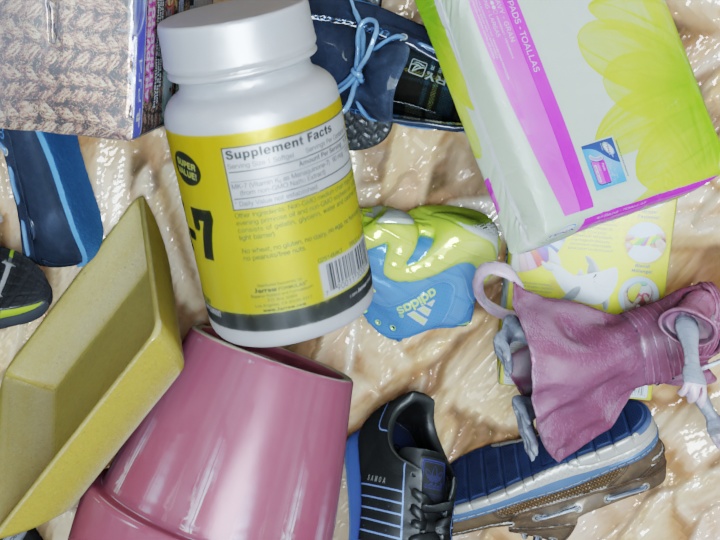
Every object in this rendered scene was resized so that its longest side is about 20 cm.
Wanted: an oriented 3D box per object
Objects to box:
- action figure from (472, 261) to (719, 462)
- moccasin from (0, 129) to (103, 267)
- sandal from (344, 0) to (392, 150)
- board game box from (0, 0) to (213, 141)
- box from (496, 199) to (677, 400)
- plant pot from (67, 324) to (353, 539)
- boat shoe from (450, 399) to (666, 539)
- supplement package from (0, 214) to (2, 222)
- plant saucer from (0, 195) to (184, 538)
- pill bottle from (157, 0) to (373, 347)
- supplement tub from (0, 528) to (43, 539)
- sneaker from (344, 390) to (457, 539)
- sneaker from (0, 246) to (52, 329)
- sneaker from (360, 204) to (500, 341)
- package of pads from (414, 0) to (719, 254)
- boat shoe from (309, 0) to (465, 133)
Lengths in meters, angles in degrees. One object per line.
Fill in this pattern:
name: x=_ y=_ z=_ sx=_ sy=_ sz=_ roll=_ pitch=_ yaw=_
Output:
action figure: x=0.193 y=0.052 z=0.819 sx=0.198 sy=0.134 sz=0.150 roll=-21 pitch=59 yaw=-1
moccasin: x=-0.251 y=-0.094 z=0.873 sx=0.067 sy=0.080 sz=0.203 roll=-9 pitch=102 yaw=13
sandal: x=-0.015 y=-0.186 z=0.842 sx=0.074 sy=0.048 sz=0.203 roll=-3 pitch=117 yaw=1
board game box: x=-0.164 y=-0.182 z=0.778 sx=0.095 sy=0.200 sz=0.162 roll=6 pitch=104 yaw=5
box: x=0.164 y=-0.013 z=0.861 sx=0.116 sy=0.048 sz=0.203 roll=6 pitch=107 yaw=6
plant pot: x=-0.092 y=0.145 z=0.866 sx=0.198 sy=0.200 sz=0.181 roll=19 pitch=91 yaw=2
boat shoe: x=0.136 y=0.169 z=0.897 sx=0.198 sy=0.072 sz=0.073 roll=-22 pitch=111 yaw=17
supplement package: x=-0.371 y=-0.099 z=0.864 sx=0.120 sy=0.120 sz=0.202 roll=-17 pitch=102 yaw=13
plant saucer: x=-0.192 y=0.072 z=0.863 sx=0.048 sy=0.201 sz=0.200 roll=32 pitch=108 yaw=-28
pill bottle: x=-0.061 y=-0.065 z=0.753 sx=0.113 sy=0.115 sz=0.202 roll=-7 pitch=110 yaw=8
supplement tub: x=-0.328 y=0.207 z=0.935 sx=0.122 sy=0.123 sz=0.201 roll=-28 pitch=100 yaw=13
sneaker: x=0.035 y=0.181 z=0.851 sx=0.069 sy=0.202 sz=0.078 roll=15 pitch=136 yaw=-31
sneaker: x=-0.322 y=0.038 z=0.919 sx=0.197 sy=0.075 sz=0.081 roll=-10 pitch=137 yaw=16
sneaker: x=0.000 y=0.000 z=0.869 sx=0.197 sy=0.076 sz=0.106 roll=8 pitch=106 yaw=4
package of pads: x=0.137 y=-0.129 z=0.770 sx=0.153 sy=0.068 sz=0.202 roll=-18 pitch=83 yaw=-22
boat shoe: x=0.021 y=-0.139 z=0.801 sx=0.197 sy=0.069 sz=0.085 roll=7 pitch=117 yaw=-6
